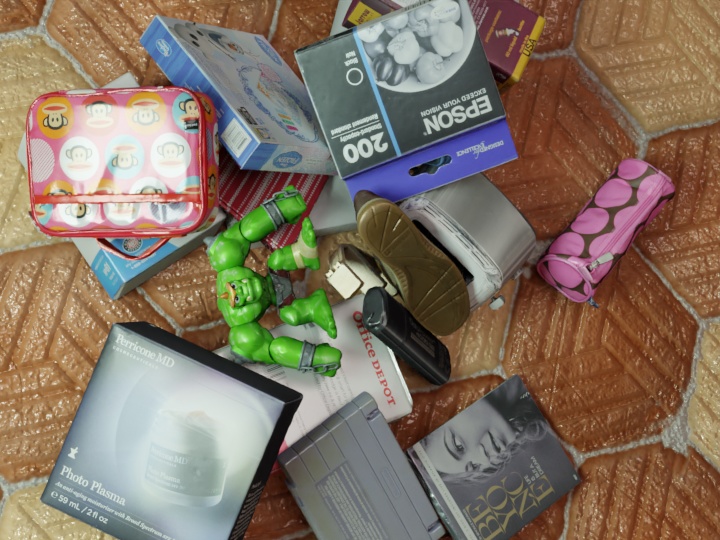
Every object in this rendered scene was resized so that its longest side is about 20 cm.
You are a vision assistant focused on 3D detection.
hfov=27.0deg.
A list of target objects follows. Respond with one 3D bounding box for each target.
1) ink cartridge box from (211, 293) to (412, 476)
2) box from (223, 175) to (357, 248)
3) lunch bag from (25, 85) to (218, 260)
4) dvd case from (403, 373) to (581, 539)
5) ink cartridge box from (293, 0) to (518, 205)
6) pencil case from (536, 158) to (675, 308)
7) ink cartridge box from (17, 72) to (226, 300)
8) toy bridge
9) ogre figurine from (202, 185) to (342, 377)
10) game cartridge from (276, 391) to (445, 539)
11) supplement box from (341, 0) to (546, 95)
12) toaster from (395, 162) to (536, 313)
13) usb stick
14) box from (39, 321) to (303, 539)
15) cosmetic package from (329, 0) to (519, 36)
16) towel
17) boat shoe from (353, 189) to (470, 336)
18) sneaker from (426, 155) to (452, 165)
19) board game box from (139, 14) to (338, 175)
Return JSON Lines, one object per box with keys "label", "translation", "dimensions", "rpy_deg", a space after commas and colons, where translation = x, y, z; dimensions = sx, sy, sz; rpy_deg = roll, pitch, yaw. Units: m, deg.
{"label": "ink cartridge box", "translation": [-0.062, 0.133, 1.669], "dimensions": [0.198, 0.083, 0.148], "rpy_deg": [-20, 82, -21]}
{"label": "box", "translation": [-0.071, -0.111, 1.756], "dimensions": [0.197, 0.036, 0.146], "rpy_deg": [-11, 79, -22]}
{"label": "lunch bag", "translation": [-0.246, -0.100, 1.557], "dimensions": [0.197, 0.082, 0.179], "rpy_deg": [-1, 94, 10]}
{"label": "dvd case", "translation": [0.155, 0.226, 1.722], "dimensions": [0.199, 0.016, 0.150], "rpy_deg": [-29, 86, -37]}
{"label": "ink cartridge box", "translation": [0.052, -0.177, 1.620], "dimensions": [0.196, 0.043, 0.202], "rpy_deg": [-20, 106, 7]}
{"label": "pencil case", "translation": [0.306, -0.052, 1.830], "dimensions": [0.091, 0.094, 0.200], "rpy_deg": [41, 67, -3]}
{"label": "ink cartridge box", "translation": [-0.266, -0.095, 1.664], "dimensions": [0.144, 0.085, 0.201], "rpy_deg": [-34, 86, -22]}
{"label": "toy bridge", "translation": [0.000, 0.000, 1.682], "dimensions": [0.067, 0.200, 0.027], "rpy_deg": [46, 103, 12]}
{"label": "ogre figurine", "translation": [-0.095, 0.023, 1.605], "dimensions": [0.118, 0.098, 0.203], "rpy_deg": [-14, 103, -6]}
{"label": "game cartridge", "translation": [0.000, 0.247, 1.635], "dimensions": [0.129, 0.038, 0.202], "rpy_deg": [-33, 116, -11]}
{"label": "supplement box", "translation": [0.092, -0.279, 1.681], "dimensions": [0.198, 0.110, 0.086], "rpy_deg": [28, 73, -8]}
{"label": "toaster", "translation": [0.103, -0.045, 1.732], "dimensions": [0.200, 0.113, 0.129], "rpy_deg": [45, 40, -7]}
{"label": "usb stick", "translation": [0.054, 0.076, 1.679], "dimensions": [0.032, 0.200, 0.056], "rpy_deg": [-14, 62, 21]}
{"label": "box", "translation": [-0.192, 0.181, 1.537], "dimensions": [0.198, 0.123, 0.201], "rpy_deg": [23, 91, 7]}
{"label": "cosmetic package", "translation": [0.075, -0.299, 1.807], "dimensions": [0.198, 0.123, 0.202], "rpy_deg": [18, 71, -11]}
{"label": "towel", "translation": [-0.136, -0.122, 1.677], "dimensions": [0.199, 0.022, 0.145], "rpy_deg": [39, 48, -14]}
{"label": "boat shoe", "translation": [0.053, -0.012, 1.659], "dimensions": [0.072, 0.072, 0.200], "rpy_deg": [-40, 121, 2]}
{"label": "sneaker", "translation": [0.022, -0.173, 1.712], "dimensions": [0.198, 0.067, 0.078], "rpy_deg": [23, 38, 16]}
{"label": "board game box", "translation": [-0.121, -0.192, 1.664], "dimensions": [0.201, 0.043, 0.198], "rpy_deg": [51, 26, 21]}
